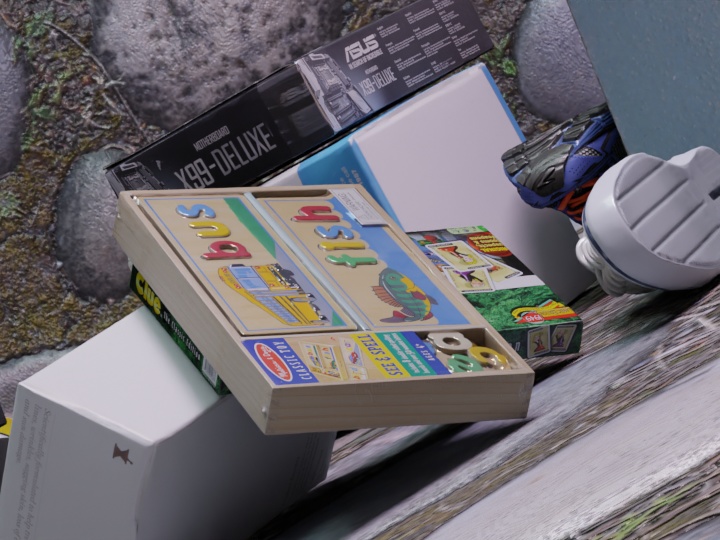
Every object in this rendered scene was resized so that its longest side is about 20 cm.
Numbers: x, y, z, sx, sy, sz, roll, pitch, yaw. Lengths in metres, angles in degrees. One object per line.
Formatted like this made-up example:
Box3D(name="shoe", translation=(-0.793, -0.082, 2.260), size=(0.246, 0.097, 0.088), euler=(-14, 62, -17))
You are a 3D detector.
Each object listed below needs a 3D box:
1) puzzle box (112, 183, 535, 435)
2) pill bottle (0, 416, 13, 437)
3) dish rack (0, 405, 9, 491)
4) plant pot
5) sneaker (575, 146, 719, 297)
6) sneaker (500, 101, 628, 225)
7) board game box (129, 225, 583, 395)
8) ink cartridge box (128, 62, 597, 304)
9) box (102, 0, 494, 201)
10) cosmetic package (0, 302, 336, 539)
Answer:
Box3D(name="puzzle box", translation=(-0.021, 0.014, 1.402), size=(0.132, 0.026, 0.200), euler=(-3, 28, -26))
Box3D(name="pill bottle", translation=(-0.226, 0.145, 1.811), size=(0.112, 0.112, 0.200), euler=(-29, 3, -3))
Box3D(name="dish rack", translation=(-0.232, 0.146, 1.540), size=(0.054, 0.154, 0.200), euler=(-13, -10, -46))
Box3D(name="plant pot", translation=(0.238, -0.147, 1.681), size=(0.199, 0.197, 0.196), euler=(-20, 5, 16))
Box3D(name="sneaker", translation=(0.143, -0.014, 1.503), size=(0.071, 0.073, 0.200), euler=(-38, -9, 20))
Box3D(name="sneaker", translation=(0.144, -0.051, 1.719), size=(0.075, 0.079, 0.200), euler=(-28, -8, 23))
Box3D(name="board game box", translation=(-0.001, 0.017, 1.464), size=(0.199, 0.024, 0.105), euler=(-6, 34, -30))
Box3D(name="ink cartridge box", translation=(0.000, 0.000, 1.754), size=(0.199, 0.147, 0.146), euler=(-26, 4, 41))
Box3D(name="box", translation=(-0.034, -0.095, 1.770), size=(0.157, 0.050, 0.200), euler=(-27, 3, 36))
Box3D(name="cosmetic package", translation=(-0.086, 0.079, 1.457), size=(0.200, 0.081, 0.113), euler=(-30, -41, -55))
